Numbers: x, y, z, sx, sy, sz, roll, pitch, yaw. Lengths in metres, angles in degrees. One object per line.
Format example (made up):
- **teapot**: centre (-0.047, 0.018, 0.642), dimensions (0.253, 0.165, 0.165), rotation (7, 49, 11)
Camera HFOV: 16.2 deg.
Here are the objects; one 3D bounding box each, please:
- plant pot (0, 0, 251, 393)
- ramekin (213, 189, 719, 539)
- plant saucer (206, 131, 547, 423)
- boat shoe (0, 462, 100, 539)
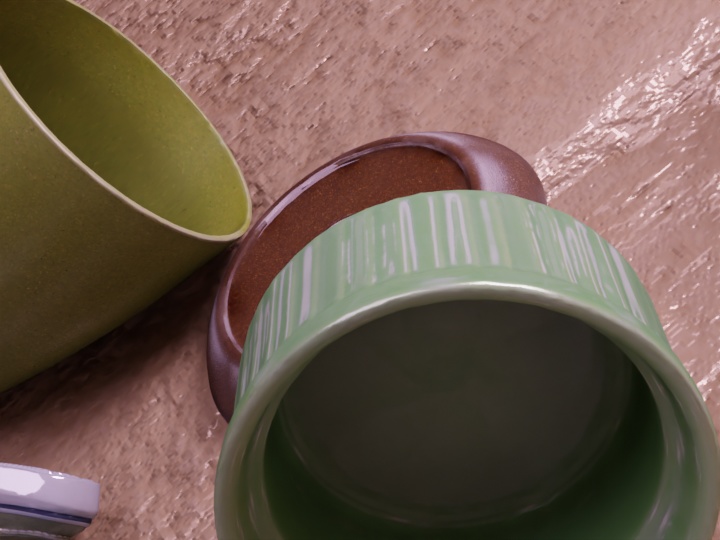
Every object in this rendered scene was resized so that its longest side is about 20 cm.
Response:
- **plant pot**: centre (-0.193, -0.020, 1.346), dimensions (0.200, 0.187, 0.187), rotation (-44, 33, 19)
- **ramekin**: centre (0.040, 0.065, 1.019), dimensions (0.199, 0.200, 0.098), rotation (-29, 29, 14)
- **plant saucer**: centre (0.000, 0.000, 1.261), dimensions (0.200, 0.032, 0.201), rotation (-23, 39, 20)
- **boat shoe**: centre (-0.210, 0.136, 1.282), dimensions (0.199, 0.072, 0.062), rotation (-10, 69, 39)
